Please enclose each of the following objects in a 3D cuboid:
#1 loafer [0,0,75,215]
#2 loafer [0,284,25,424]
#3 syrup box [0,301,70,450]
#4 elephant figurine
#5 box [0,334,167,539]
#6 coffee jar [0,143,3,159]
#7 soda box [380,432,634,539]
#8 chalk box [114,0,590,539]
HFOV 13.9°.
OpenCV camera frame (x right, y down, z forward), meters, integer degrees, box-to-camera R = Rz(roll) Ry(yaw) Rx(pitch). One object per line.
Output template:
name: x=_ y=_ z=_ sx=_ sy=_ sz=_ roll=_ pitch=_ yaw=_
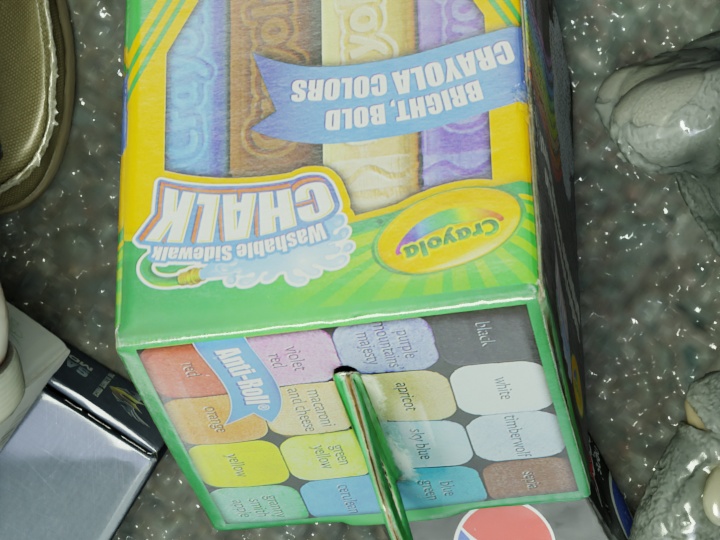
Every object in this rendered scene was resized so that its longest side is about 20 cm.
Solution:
loafer: x=-0.141 y=-0.112 z=0.948 sx=0.076 sy=0.067 sz=0.201 roll=-8 pitch=102 yaw=9
loafer: x=-0.199 y=0.020 z=0.850 sx=0.199 sy=0.072 sz=0.063 roll=-5 pitch=114 yaw=3
syrup box: x=-0.201 y=0.004 z=0.928 sx=0.200 sy=0.081 sz=0.079 roll=36 pitch=104 yaw=2
elephant figurine: x=0.151 y=0.024 z=0.917 sx=0.155 sy=0.141 sz=0.201 roll=-5 pitch=103 yaw=34
box: x=-0.178 y=0.094 z=1.012 sx=0.158 sy=0.051 sz=0.200 roll=33 pitch=105 yaw=-2
coffee jar: x=-0.154 y=-0.106 z=0.853 sx=0.085 sy=0.104 sz=0.200 roll=-7 pitch=121 yaw=-9
soda box: x=0.066 y=0.114 z=0.978 sx=0.071 sy=0.063 sz=0.200 roll=-26 pitch=99 yaw=11
chalk box: x=0.000 y=0.000 z=0.877 sx=0.123 sy=0.200 sz=0.125 roll=-5 pitch=147 yaw=9
